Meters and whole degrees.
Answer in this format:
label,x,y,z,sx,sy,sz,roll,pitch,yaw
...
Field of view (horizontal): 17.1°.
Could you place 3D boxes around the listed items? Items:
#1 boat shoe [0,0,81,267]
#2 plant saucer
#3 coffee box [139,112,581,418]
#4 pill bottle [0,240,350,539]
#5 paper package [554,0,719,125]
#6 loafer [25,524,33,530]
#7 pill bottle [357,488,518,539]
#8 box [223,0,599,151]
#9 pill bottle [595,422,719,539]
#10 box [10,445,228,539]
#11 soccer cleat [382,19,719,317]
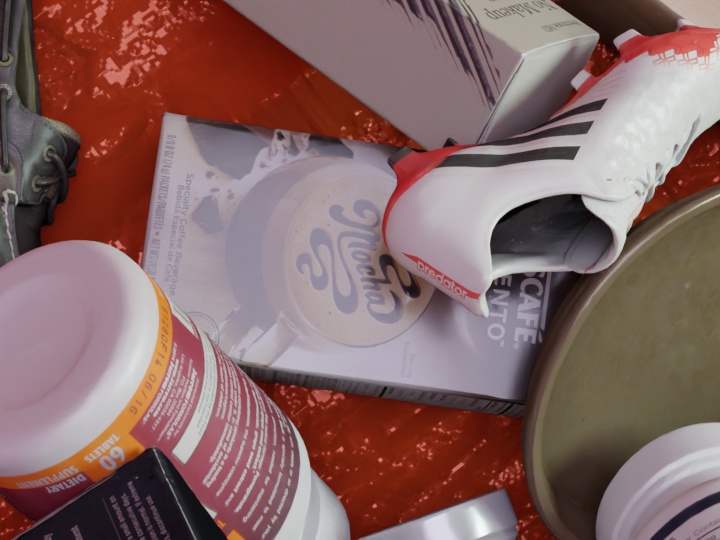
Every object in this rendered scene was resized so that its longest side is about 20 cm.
label,x,y,z,sx,sy,sz,roll,pitch,yaw
boat shoe,-0.164,-0.057,1.122,0.066,0.072,0.201,-14,80,1
plant saucer,0.152,0.044,1.089,0.200,0.200,0.029,-41,43,-6
coffee box,0.000,0.000,1.118,0.200,0.080,0.113,7,82,-2
pill bottle,-0.089,0.082,1.040,0.109,0.200,0.110,-18,49,22
paper package,0.225,-0.151,1.135,0.200,0.103,0.191,36,85,1
loafer,-0.103,0.203,1.105,0.063,0.072,0.200,-30,78,14
pill bottle,0.066,0.204,1.085,0.104,0.104,0.200,-19,85,-5
box,0.003,-0.129,1.097,0.200,0.082,0.068,36,118,19
pill bottle,0.175,0.156,1.007,0.116,0.200,0.116,-7,121,-12
box,-0.102,0.215,0.953,0.197,0.124,0.200,-33,123,0
soccer cleat,0.102,-0.042,1.025,0.200,0.069,0.085,-25,51,-24
